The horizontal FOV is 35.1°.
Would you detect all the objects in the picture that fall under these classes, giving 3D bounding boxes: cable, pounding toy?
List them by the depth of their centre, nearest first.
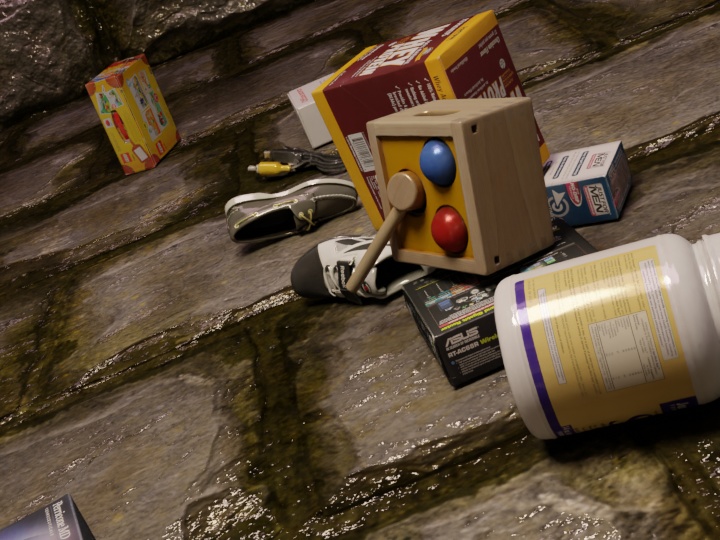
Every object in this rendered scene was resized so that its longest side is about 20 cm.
[{"bbox_3d":[0.078,-0.074,1.203,0.141,0.186,0.199,-22,18,-32],"label":"pounding toy"},{"bbox_3d":[-0.089,-0.178,1.920,0.199,0.051,0.097,10,20,33],"label":"cable"}]

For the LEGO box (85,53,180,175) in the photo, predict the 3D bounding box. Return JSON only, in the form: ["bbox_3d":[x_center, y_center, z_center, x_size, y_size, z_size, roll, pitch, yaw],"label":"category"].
[{"bbox_3d":[-0.464,-0.323,2.344,0.077,0.201,0.149,-12,24,21],"label":"LEGO box"}]

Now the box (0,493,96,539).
[{"bbox_3d":[-0.283,0.308,0.903,0.197,0.124,0.200,-26,23,-13],"label":"box"}]

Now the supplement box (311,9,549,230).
[{"bbox_3d":[0.086,-0.175,1.367,0.199,0.198,0.133,-7,28,42],"label":"supplement box"}]

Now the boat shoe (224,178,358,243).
[{"bbox_3d":[-0.097,-0.083,1.662,0.200,0.072,0.061,-11,52,1],"label":"boat shoe"}]

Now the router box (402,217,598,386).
[{"bbox_3d":[0.156,0.029,1.187,0.199,0.063,0.150,-23,22,-2],"label":"router box"}]

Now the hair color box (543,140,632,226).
[{"bbox_3d":[0.223,-0.095,1.397,0.199,0.061,0.100,-9,27,30],"label":"hair color box"}]

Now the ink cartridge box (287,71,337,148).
[{"bbox_3d":[-0.021,-0.310,2.061,0.199,0.085,0.146,-24,22,-1],"label":"ink cartridge box"}]

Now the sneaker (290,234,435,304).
[{"bbox_3d":[0.000,0.000,1.377,0.198,0.075,0.089,-15,22,18],"label":"sneaker"}]

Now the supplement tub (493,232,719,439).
[{"bbox_3d":[0.226,0.053,0.965,0.198,0.146,0.146,-15,24,16],"label":"supplement tub"}]
